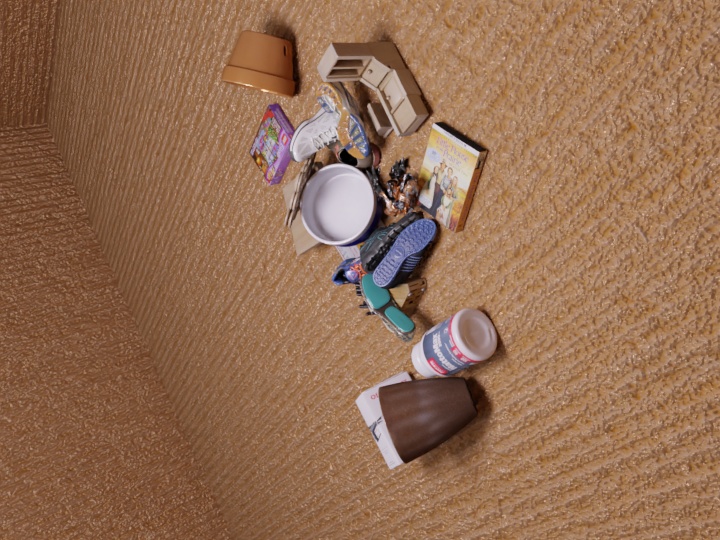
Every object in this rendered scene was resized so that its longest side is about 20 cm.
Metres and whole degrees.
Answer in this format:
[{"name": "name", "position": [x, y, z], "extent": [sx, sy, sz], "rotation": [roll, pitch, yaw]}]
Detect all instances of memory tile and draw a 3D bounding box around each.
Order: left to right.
[{"name": "memory tile", "position": [-0.151, -0.208, 1.721], "extent": [0.017, 0.200, 0.154], "rotation": [16, 120, -1]}]

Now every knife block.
[{"name": "knife block", "position": [0.065, 0.047, 1.735], "extent": [0.176, 0.064, 0.201], "rotation": [49, 138, 27]}]

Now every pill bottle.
[{"name": "pill bottle", "position": [0.207, 0.176, 1.559], "extent": [0.200, 0.119, 0.120], "rotation": [-41, 72, 51]}]

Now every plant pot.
[{"name": "plant pot", "position": [-0.264, -0.556, 1.828], "extent": [0.199, 0.199, 0.141], "rotation": [24, 106, 45]}, {"name": "plant pot", "position": [0.167, 0.329, 1.599], "extent": [0.199, 0.187, 0.188], "rotation": [-22, 85, 9]}]

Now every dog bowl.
[{"name": "dog bowl", "position": [-0.047, -0.161, 1.702], "extent": [0.198, 0.079, 0.202], "rotation": [-2, 85, 21]}]

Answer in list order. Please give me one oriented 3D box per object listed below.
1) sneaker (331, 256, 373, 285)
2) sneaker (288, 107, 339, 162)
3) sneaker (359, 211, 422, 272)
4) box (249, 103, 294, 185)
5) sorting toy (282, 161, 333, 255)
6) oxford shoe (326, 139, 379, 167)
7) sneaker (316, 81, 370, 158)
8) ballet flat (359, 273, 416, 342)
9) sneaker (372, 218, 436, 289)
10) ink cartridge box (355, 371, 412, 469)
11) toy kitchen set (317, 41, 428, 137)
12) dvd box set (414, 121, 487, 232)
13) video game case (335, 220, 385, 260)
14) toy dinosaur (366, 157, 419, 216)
[{"name": "sneaker", "position": [0.000, 0.000, 1.771], "extent": [0.199, 0.078, 0.076], "rotation": [-26, 102, 47]}, {"name": "sneaker", "position": [-0.084, -0.339, 1.680], "extent": [0.115, 0.201, 0.076], "rotation": [23, 155, 39]}, {"name": "sneaker", "position": [0.065, -0.083, 1.649], "extent": [0.200, 0.075, 0.080], "rotation": [-42, 47, 25]}, {"name": "box", "position": [-0.256, -0.368, 2.002], "extent": [0.137, 0.039, 0.200], "rotation": [57, 140, 19]}, {"name": "sorting toy", "position": [-0.120, -0.168, 1.864], "extent": [0.200, 0.069, 0.201], "rotation": [-26, 74, 53]}, {"name": "oxford shoe", "position": [-0.040, -0.311, 1.717], "extent": [0.199, 0.074, 0.071], "rotation": [30, 128, 43]}, {"name": "sneaker", "position": [-0.021, -0.365, 1.617], "extent": [0.075, 0.088, 0.201], "rotation": [-23, 98, 38]}, {"name": "ballet flat", "position": [0.060, 0.100, 1.663], "extent": [0.200, 0.068, 0.076], "rotation": [49, 153, 24]}, {"name": "sneaker", "position": [0.111, -0.037, 1.612], "extent": [0.200, 0.078, 0.070], "rotation": [-47, 67, 10]}, {"name": "ink cartridge box", "position": [0.098, 0.384, 1.752], "extent": [0.201, 0.144, 0.084], "rotation": [61, 155, 15]}, {"name": "toy kitchen set", "position": [0.011, -0.380, 1.536], "extent": [0.163, 0.179, 0.201], "rotation": [-45, 65, 51]}, {"name": "dvd box set", "position": [0.193, -0.205, 1.498], "extent": [0.146, 0.029, 0.201], "rotation": [42, 134, 34]}, {"name": "video game case", "position": [-0.010, -0.099, 1.811], "extent": [0.144, 0.017, 0.200], "rotation": [58, 141, 19]}, {"name": "toy dinosaur", "position": [0.078, -0.179, 1.589], "extent": [0.200, 0.102, 0.137], "rotation": [-39, 70, 49]}]
